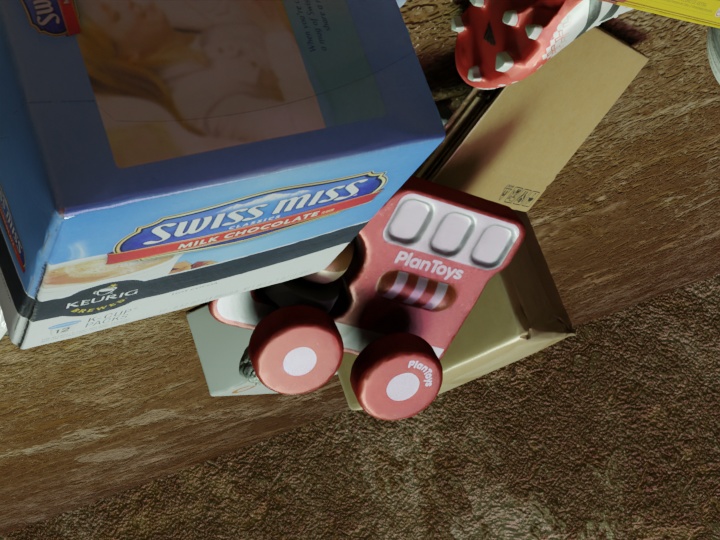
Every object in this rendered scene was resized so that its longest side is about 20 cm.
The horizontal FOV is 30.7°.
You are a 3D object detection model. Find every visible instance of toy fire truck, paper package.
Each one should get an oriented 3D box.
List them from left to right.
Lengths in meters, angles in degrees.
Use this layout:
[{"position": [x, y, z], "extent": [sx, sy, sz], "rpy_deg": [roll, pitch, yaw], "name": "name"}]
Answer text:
[{"position": [0.000, 0.000, 0.934], "extent": [0.199, 0.112, 0.168], "rpy_deg": [17, 115, -27], "name": "toy fire truck"}, {"position": [0.064, 0.010, 1.195], "extent": [0.199, 0.192, 0.103], "rpy_deg": [-28, 164, 32], "name": "paper package"}]

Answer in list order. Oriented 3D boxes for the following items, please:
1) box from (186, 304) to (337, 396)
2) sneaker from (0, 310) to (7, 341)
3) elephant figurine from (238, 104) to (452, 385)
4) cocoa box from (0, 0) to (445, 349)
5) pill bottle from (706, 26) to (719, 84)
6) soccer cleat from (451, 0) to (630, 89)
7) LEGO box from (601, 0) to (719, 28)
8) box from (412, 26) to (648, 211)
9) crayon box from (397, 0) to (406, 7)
[{"position": [-0.084, 0.074, 1.473], "extent": [0.124, 0.098, 0.200], "rpy_deg": [-23, 168, 19], "name": "box"}, {"position": [-0.269, -0.004, 0.916], "extent": [0.079, 0.074, 0.200], "rpy_deg": [2, 151, -38], "name": "sneaker"}, {"position": [-0.012, -0.017, 1.049], "extent": [0.199, 0.156, 0.141], "rpy_deg": [-16, 171, -20], "name": "elephant figurine"}, {"position": [-0.080, -0.097, 0.460], "extent": [0.133, 0.201, 0.131], "rpy_deg": [-14, 166, -25], "name": "cocoa box"}, {"position": [0.302, -0.186, 0.898], "extent": [0.113, 0.114, 0.200], "rpy_deg": [-21, 168, 6], "name": "pill bottle"}, {"position": [0.133, -0.172, 0.805], "extent": [0.085, 0.069, 0.200], "rpy_deg": [-5, 157, -37], "name": "soccer cleat"}, {"position": [0.178, -0.198, 0.617], "extent": [0.200, 0.077, 0.149], "rpy_deg": [-4, 139, -52], "name": "LEGO box"}, {"position": [0.133, -0.118, 0.996], "extent": [0.164, 0.021, 0.200], "rpy_deg": [-52, 156, 17], "name": "box"}, {"position": [-0.078, -0.098, 0.655], "extent": [0.200, 0.052, 0.126], "rpy_deg": [-44, 163, 10], "name": "crayon box"}]
